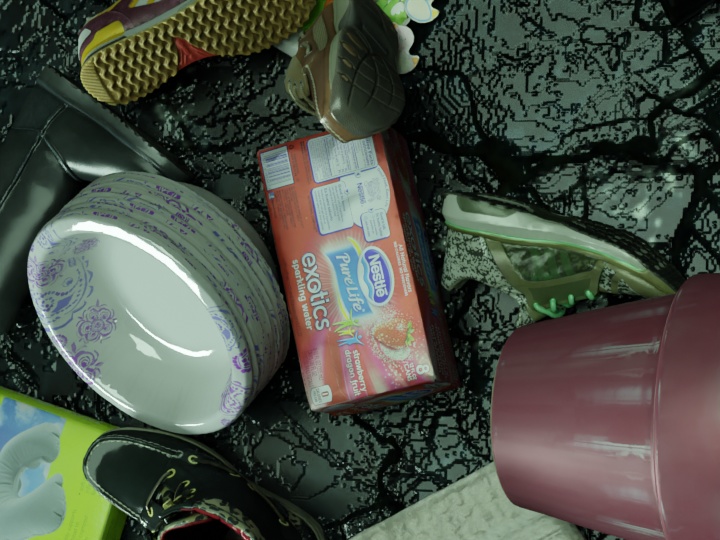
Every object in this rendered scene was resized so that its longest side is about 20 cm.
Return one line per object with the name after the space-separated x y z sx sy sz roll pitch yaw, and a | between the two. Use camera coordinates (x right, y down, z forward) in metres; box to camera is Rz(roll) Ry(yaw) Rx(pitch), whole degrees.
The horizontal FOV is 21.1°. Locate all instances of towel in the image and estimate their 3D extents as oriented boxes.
0.074 0.228 1.419 0.199 0.034 0.133 -29 78 12 | towel

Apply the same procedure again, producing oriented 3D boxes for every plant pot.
0.192 0.102 1.315 0.178 0.200 0.202 1 85 26 | plant pot

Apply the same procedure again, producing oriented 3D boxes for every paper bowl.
-0.141 0.015 1.439 0.200 0.202 0.104 27 48 18 | paper bowl

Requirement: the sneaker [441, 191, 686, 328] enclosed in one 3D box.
0.144 0.005 1.408 0.199 0.077 0.089 19 103 23 | sneaker

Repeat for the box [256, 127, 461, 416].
0.000 0.000 1.431 0.099 0.095 0.202 -15 80 13 | box

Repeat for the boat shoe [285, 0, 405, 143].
-0.015 -0.138 1.400 0.072 0.200 0.076 -35 109 19 | boat shoe

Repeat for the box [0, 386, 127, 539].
-0.276 0.160 1.527 0.199 0.048 0.123 17 89 17 | box

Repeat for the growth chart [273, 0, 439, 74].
0.003 -0.241 1.496 0.144 0.018 0.201 22 93 19 | growth chart

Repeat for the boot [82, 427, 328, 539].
-0.130 0.170 1.391 0.202 0.154 0.074 25 92 14 | boot

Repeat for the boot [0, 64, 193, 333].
-0.243 -0.037 1.525 0.164 0.066 0.201 35 92 26 | boot

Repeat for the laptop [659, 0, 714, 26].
0.292 -0.312 1.417 0.200 0.115 0.188 -34 73 41 | laptop

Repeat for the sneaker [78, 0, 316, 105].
-0.130 -0.206 1.499 0.199 0.075 0.091 -20 46 8 | sneaker
